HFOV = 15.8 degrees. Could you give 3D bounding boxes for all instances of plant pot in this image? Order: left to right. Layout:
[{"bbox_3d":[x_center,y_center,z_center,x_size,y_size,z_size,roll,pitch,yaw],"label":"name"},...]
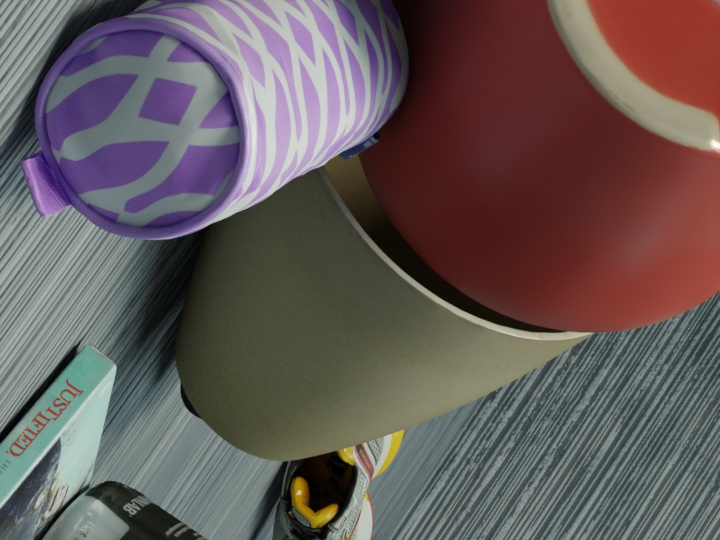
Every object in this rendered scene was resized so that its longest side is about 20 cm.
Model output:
[{"bbox_3d":[0.000,0.000,1.193,0.200,0.187,0.187,-44,-178,42],"label":"plant pot"},{"bbox_3d":[0.110,-0.090,1.020,0.201,0.200,0.177,-54,-177,-20],"label":"plant pot"}]

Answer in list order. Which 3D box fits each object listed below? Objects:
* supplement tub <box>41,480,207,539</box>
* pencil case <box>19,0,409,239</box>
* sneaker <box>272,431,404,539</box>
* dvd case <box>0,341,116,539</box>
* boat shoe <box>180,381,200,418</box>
[{"bbox_3d":[-0.070,0.198,1.196,0.123,0.199,0.123,-54,171,-12],"label":"supplement tub"},{"bbox_3d":[-0.047,-0.067,0.944,0.085,0.085,0.200,-16,-174,20],"label":"pencil case"},{"bbox_3d":[-0.033,0.171,1.906,0.082,0.078,0.201,-40,152,-50],"label":"sneaker"},{"bbox_3d":[-0.167,0.135,1.162,0.146,0.022,0.200,-52,171,-33],"label":"dvd case"},{"bbox_3d":[-0.028,0.002,1.343,0.200,0.070,0.066,-56,-171,-28],"label":"boat shoe"}]
